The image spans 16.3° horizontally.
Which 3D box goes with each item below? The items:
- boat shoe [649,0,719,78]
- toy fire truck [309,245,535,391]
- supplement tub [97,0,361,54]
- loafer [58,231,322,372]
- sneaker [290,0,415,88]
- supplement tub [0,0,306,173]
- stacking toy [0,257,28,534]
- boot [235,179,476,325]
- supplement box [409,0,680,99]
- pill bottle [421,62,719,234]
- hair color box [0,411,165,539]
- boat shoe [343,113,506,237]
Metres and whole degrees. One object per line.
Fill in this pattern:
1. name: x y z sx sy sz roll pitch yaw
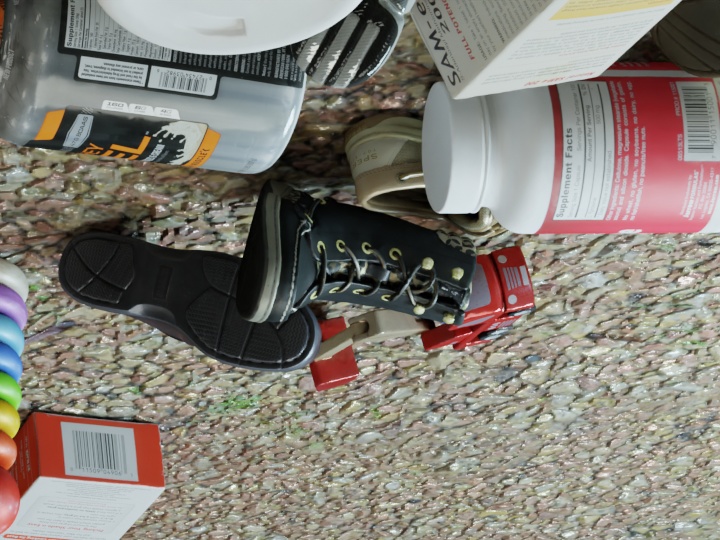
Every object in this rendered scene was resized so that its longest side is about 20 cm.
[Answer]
1. boat shoe: 0.244 -0.177 1.515 0.072 0.076 0.200 41 158 -7
2. toy fire truck: 0.038 0.036 1.820 0.141 0.049 0.200 -13 171 -13
3. supplement tub: -0.068 -0.223 1.229 0.144 0.200 0.144 -6 151 -3
4. loafer: -0.111 0.021 1.738 0.200 0.072 0.063 19 176 19
5. sneaker: 0.024 -0.203 1.428 0.075 0.116 0.200 34 103 -8
6. supplement tub: -0.141 -0.126 1.462 0.200 0.123 0.123 7 148 -20
7. stacking toy: -0.269 0.091 1.738 0.085 0.200 0.085 -5 150 -3
8. boot: 0.000 -0.002 1.641 0.154 0.204 0.074 15 104 -4
9. supplement box: 0.135 -0.185 1.436 0.126 0.074 0.200 -11 159 -41
10. pill bottle: 0.146 -0.079 1.620 0.200 0.112 0.112 0 150 -11
11. hair color box: -0.249 0.190 2.057 0.111 0.064 0.200 8 146 -27
12. boat shoe: 0.080 -0.052 1.701 0.200 0.065 0.071 9 146 -25
